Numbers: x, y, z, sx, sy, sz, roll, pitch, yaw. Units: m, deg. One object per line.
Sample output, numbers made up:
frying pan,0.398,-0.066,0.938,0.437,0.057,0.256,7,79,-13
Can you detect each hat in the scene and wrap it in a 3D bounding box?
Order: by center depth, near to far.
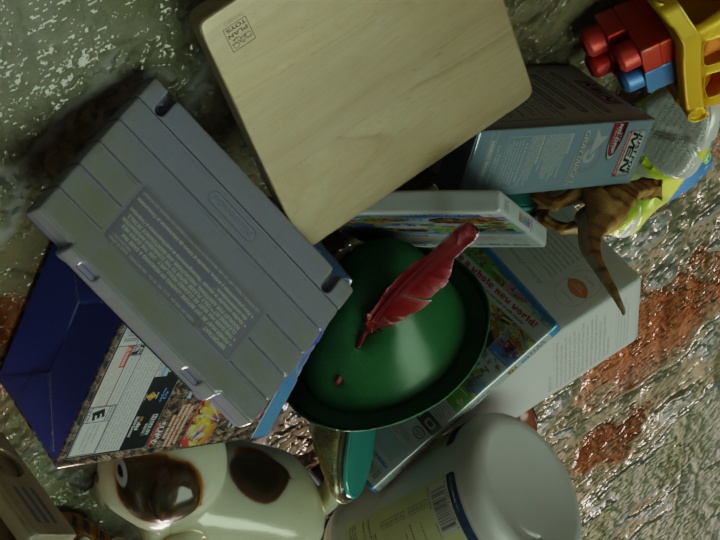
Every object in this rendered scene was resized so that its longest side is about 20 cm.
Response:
hat,0.000,0.000,1.316,0.199,0.166,0.176,-21,139,8

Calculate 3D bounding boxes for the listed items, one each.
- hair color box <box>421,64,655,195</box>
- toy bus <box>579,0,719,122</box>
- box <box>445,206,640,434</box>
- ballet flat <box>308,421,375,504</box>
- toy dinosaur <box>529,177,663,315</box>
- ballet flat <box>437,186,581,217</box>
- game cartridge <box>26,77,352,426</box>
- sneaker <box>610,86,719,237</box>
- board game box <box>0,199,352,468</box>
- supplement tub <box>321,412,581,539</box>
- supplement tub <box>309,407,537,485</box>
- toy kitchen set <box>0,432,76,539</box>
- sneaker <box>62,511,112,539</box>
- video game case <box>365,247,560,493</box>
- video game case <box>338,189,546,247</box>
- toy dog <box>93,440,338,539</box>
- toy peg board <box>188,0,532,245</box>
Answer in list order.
hair color box,0.120,-0.108,1.378,0.199,0.099,0.061,-8,127,-41
toy bus,0.262,-0.215,1.400,0.191,0.136,0.201,-21,144,-1
box,0.124,0.043,1.547,0.199,0.125,0.098,-31,147,-15
ballet flat,-0.012,0.086,1.430,0.071,0.070,0.202,48,51,-58
toy dinosaur,0.183,-0.043,1.405,0.200,0.105,0.061,-48,140,-53
ballet flat,0.128,-0.062,1.485,0.199,0.068,0.069,-10,149,-40
game cartridge,-0.109,-0.009,1.174,0.200,0.038,0.130,47,66,-17
sneaker,0.271,-0.112,1.563,0.105,0.076,0.200,-32,168,-34
board game box,-0.134,0.041,1.297,0.199,0.097,0.160,-4,133,-44
supplement tub,0.066,0.218,1.484,0.199,0.146,0.144,-32,156,33
supplement tub,0.054,0.156,1.625,0.199,0.107,0.107,-33,147,-11
toy kitchen set,-0.284,0.096,1.124,0.163,0.181,0.200,-51,151,14
sneaker,-0.202,0.284,1.484,0.200,0.075,0.088,43,106,-16
video game case,0.043,0.062,1.466,0.200,0.143,0.018,-41,155,1
video game case,0.053,-0.037,1.339,0.200,0.142,0.018,21,70,-74
toy dog,-0.124,0.180,1.420,0.193,0.141,0.200,-18,143,24
toy peg board,-0.012,-0.159,1.213,0.199,0.098,0.200,-34,132,-11
